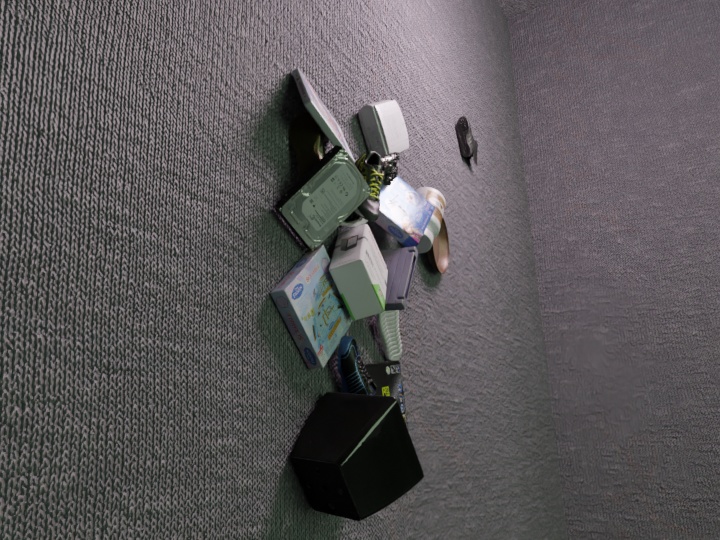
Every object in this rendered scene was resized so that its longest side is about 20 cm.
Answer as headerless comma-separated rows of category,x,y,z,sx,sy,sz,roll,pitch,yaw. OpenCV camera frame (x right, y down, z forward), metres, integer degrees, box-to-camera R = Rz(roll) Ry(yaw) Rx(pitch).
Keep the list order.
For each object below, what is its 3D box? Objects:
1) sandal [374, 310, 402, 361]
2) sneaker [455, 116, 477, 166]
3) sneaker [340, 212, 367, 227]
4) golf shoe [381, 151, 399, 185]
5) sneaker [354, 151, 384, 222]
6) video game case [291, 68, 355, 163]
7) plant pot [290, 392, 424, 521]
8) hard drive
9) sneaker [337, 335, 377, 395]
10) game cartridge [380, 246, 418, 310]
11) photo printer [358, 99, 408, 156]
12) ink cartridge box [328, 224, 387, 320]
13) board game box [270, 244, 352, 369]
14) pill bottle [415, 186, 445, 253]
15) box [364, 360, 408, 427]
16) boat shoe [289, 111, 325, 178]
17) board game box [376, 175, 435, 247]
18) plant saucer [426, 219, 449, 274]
sandal,0.065,0.152,1.574,0.082,0.050,0.203,-28,118,-45
sneaker,0.446,-0.534,2.469,0.104,0.060,0.200,-17,101,-60
sneaker,-0.019,-0.136,1.458,0.200,0.071,0.073,-15,111,-49
golf shoe,0.054,-0.283,1.619,0.200,0.094,0.078,-54,149,-70
sneaker,0.017,-0.207,1.422,0.074,0.085,0.200,17,48,-34
video game case,-0.088,-0.366,1.424,0.200,0.023,0.182,49,14,-42
plant pot,-0.020,0.384,1.208,0.177,0.200,0.200,-37,113,-47
hard drive,-0.079,-0.158,1.316,0.200,0.038,0.140,-45,128,-11
sneaker,-0.003,0.247,1.356,0.070,0.078,0.201,-27,114,-65
game cartridge,0.071,0.023,1.540,0.038,0.129,0.200,57,36,-37
photo printer,0.076,-0.416,1.760,0.200,0.069,0.167,-41,116,-58
ink cartridge box,0.000,0.000,1.420,0.200,0.084,0.146,-81,149,-62
board game box,-0.097,0.077,1.314,0.200,0.041,0.200,67,31,-21
pill bottle,0.191,-0.153,1.828,0.114,0.114,0.200,56,37,-35
box,0.051,0.330,1.485,0.193,0.047,0.201,11,70,-61
boat shoe,-0.119,-0.271,1.379,0.065,0.073,0.200,71,11,-68
board game box,0.103,-0.178,1.664,0.199,0.043,0.200,38,41,-8
plant saucer,0.252,-0.088,1.972,0.200,0.037,0.201,-3,90,-66
